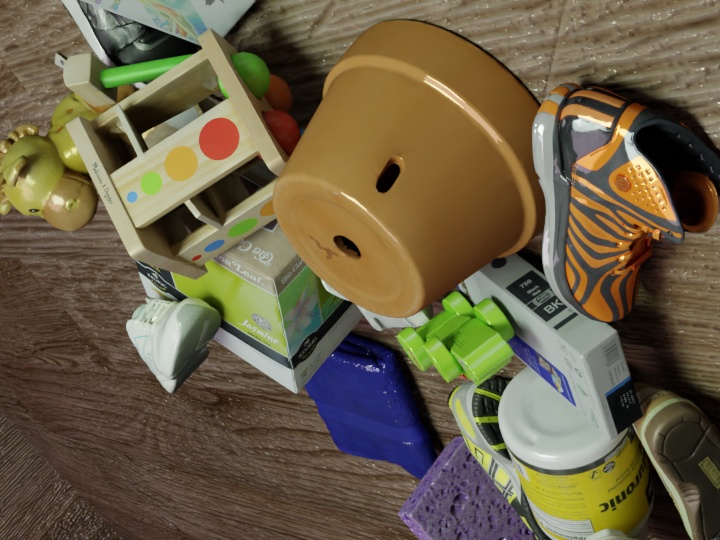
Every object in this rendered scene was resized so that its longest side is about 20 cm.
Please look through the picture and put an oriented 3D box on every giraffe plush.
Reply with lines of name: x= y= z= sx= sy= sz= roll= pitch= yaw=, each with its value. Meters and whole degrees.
giraffe plush: x=-0.287 y=-0.113 z=1.279 sx=0.200 sy=0.162 sz=0.173 roll=31 pitch=153 yaw=21

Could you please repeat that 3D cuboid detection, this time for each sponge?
sponge: x=0.135 y=0.287 z=1.372 sx=0.200 sy=0.112 sz=0.030 roll=50 pitch=152 yaw=-18

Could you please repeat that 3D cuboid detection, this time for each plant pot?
plant pot: x=0.031 y=-0.060 z=0.935 sx=0.200 sy=0.140 sz=0.200 roll=32 pitch=153 yaw=18

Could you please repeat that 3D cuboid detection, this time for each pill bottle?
pill bottle: x=0.193 y=0.173 z=1.106 sx=0.111 sy=0.111 sz=0.200 roll=22 pitch=150 yaw=37

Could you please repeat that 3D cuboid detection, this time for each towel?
towel: x=0.008 y=0.140 z=1.404 sx=0.147 sy=0.050 sz=0.200 roll=13 pitch=143 yaw=34

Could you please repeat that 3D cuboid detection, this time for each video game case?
video game case: x=-0.173 y=-0.240 z=0.965 sx=0.200 sy=0.022 sz=0.182 roll=18 pitch=161 yaw=-21

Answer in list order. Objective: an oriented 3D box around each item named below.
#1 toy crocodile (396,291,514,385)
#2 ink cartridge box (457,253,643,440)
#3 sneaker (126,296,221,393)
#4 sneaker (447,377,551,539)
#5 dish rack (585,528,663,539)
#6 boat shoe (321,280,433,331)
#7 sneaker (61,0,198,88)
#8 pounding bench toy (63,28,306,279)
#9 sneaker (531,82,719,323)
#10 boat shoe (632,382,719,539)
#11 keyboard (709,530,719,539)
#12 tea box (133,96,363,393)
toy crocodile: x=0.083 y=0.063 z=1.052 sx=0.062 sy=0.067 sz=0.200 roll=54 pitch=172 yaw=-10
ink cartridge box: x=0.141 y=0.043 z=1.018 sx=0.200 sy=0.039 sz=0.100 roll=42 pitch=163 yaw=49
sneaker: x=-0.185 y=0.061 z=1.208 sx=0.080 sy=0.070 sz=0.200 roll=43 pitch=158 yaw=2
sneaker: x=0.155 y=0.183 z=1.240 sx=0.200 sy=0.075 sz=0.076 roll=61 pitch=158 yaw=-15
dish rack: x=0.209 y=0.275 z=1.114 sx=0.171 sy=0.044 sz=0.200 roll=16 pitch=143 yaw=-31
boat shoe: x=0.000 y=0.000 z=1.097 sx=0.068 sy=0.072 sz=0.200 roll=-19 pitch=155 yaw=16
sneaker: x=-0.202 y=-0.234 z=1.077 sx=0.200 sy=0.076 sz=0.088 roll=46 pitch=149 yaw=-9
pounding bench toy: x=-0.136 y=-0.124 z=1.029 sx=0.200 sy=0.156 sz=0.124 roll=61 pitch=-170 yaw=16
sneaker: x=0.181 y=-0.027 z=0.845 sx=0.112 sy=0.078 sz=0.200 roll=22 pitch=149 yaw=38
boat shoe: x=0.273 y=0.160 z=1.042 sx=0.200 sy=0.072 sz=0.076 roll=58 pitch=177 yaw=-33
keyboard: x=0.296 y=0.231 z=1.003 sx=0.127 sy=0.021 sz=0.200 roll=14 pitch=139 yaw=-30
tea box: x=-0.106 y=-0.026 z=1.192 sx=0.200 sy=0.134 sz=0.197 roll=31 pitch=154 yaw=22
